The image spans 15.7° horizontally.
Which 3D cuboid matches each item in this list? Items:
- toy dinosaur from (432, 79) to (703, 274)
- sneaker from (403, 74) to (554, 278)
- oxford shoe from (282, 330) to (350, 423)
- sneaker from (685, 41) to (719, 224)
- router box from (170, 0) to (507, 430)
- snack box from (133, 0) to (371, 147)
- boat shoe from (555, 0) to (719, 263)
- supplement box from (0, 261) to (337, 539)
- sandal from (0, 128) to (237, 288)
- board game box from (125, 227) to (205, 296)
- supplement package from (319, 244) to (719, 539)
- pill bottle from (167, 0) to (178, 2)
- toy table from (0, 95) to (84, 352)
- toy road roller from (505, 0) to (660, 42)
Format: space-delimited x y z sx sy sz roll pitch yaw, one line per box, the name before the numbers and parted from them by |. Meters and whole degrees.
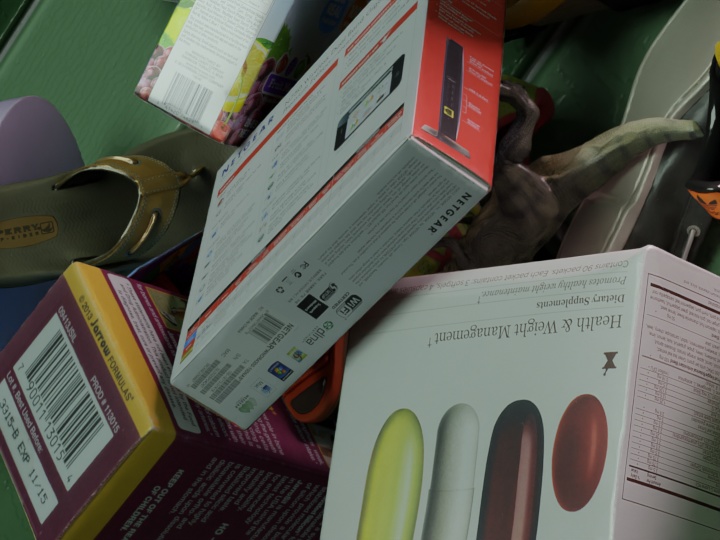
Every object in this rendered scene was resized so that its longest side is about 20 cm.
toy dinosaur | 0.076 -0.046 1.306 0.200 0.047 0.088 -40 81 30
sneaker | 0.060 -0.013 1.375 0.090 0.078 0.200 3 88 24
oxford shoe | 0.000 0.000 1.409 0.071 0.072 0.200 -34 39 45
sneaker | 0.211 -0.110 1.234 0.070 0.090 0.200 12 84 49
router box | -0.009 -0.046 1.295 0.200 0.049 0.180 -45 22 33
snack box | -0.028 -0.165 1.452 0.068 0.169 0.200 28 98 16
boat shoe | 0.164 -0.064 1.304 0.200 0.057 0.067 -62 28 2
supplement box | -0.086 0.094 1.389 0.103 0.200 0.131 -50 45 21
sandal | -0.149 -0.038 1.542 0.054 0.200 0.080 119 136 -74
board game box | -0.109 0.035 1.477 0.039 0.200 0.158 47 133 9
supplement package | 0.097 0.111 1.226 0.191 0.147 0.200 -9 68 46
pill bottle | -0.116 -0.275 1.636 0.112 0.112 0.200 16 86 49
toy table | -0.245 -0.001 1.636 0.117 0.184 0.200 -9 64 27
toy road roller | 0.086 -0.224 1.372 0.123 0.146 0.200 -10 68 44
